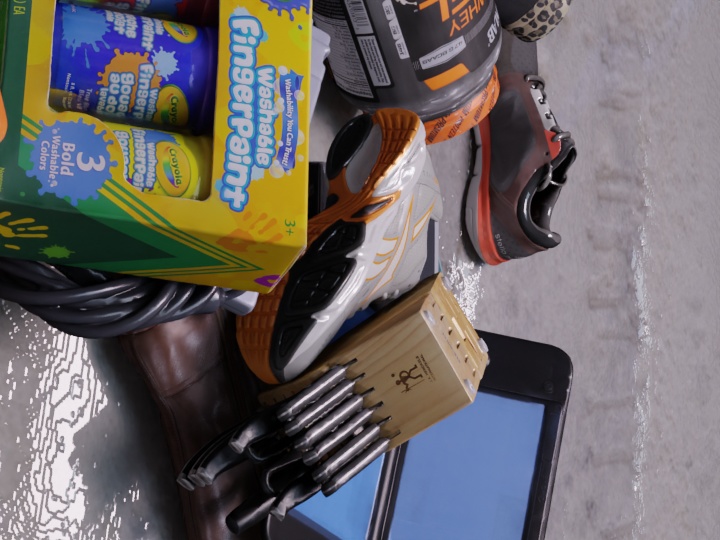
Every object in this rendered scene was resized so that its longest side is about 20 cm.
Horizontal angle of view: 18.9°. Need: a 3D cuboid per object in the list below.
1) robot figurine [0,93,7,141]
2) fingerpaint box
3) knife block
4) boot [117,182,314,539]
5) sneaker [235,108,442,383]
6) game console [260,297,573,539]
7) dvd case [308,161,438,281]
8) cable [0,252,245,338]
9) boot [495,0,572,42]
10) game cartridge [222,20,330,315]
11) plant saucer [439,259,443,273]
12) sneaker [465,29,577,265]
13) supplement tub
[{"bbox_3d":[-0.247,-0.077,1.011,0.117,0.142,0.202,-79,158,-77],"label":"robot figurine"},{"bbox_3d":[-0.112,-0.103,1.140,0.165,0.073,0.202,9,66,-17],"label":"fingerpaint box"},{"bbox_3d":[-0.016,0.083,1.294,0.064,0.175,0.200,60,11,-5],"label":"knife block"},{"bbox_3d":[-0.066,0.066,1.330,0.186,0.064,0.202,-37,116,-39],"label":"boot"},{"bbox_3d":[0.000,0.000,1.307,0.201,0.075,0.092,-58,135,-29],"label":"sneaker"},{"bbox_3d":[0.041,0.111,1.359,0.117,0.174,0.202,93,9,-68],"label":"game console"},{"bbox_3d":[0.006,0.037,1.434,0.150,0.025,0.202,10,80,-57],"label":"dvd case"},{"bbox_3d":[-0.149,-0.057,1.178,0.162,0.051,0.201,-17,76,-26],"label":"cable"},{"bbox_3d":[0.107,-0.274,1.549,0.153,0.073,0.205,20,97,-39],"label":"boot"},{"bbox_3d":[-0.097,-0.087,1.267,0.132,0.041,0.201,30,57,-23],"label":"game cartridge"},{"bbox_3d":[0.000,0.035,1.472,0.199,0.027,0.202,6,82,-57],"label":"plant saucer"},{"bbox_3d":[0.132,-0.104,1.639,0.077,0.081,0.202,13,77,-56],"label":"sneaker"},{"bbox_3d":[0.023,-0.189,1.428,0.123,0.122,0.201,-61,142,-40],"label":"supplement tub"}]
